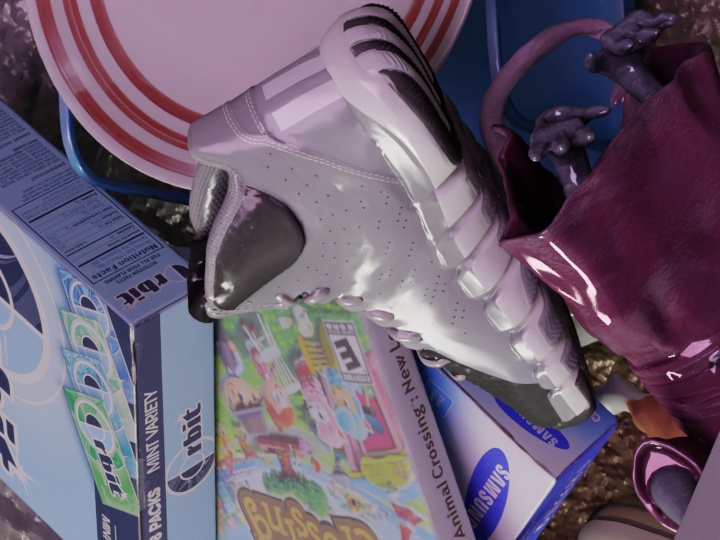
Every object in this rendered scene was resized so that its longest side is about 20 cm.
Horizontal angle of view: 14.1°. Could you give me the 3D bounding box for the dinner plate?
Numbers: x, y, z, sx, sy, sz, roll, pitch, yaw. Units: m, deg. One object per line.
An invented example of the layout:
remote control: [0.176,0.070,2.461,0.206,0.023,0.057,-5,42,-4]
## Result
dinner plate: [-0.038,-0.127,1.067,0.199,0.024,0.201,-3,84,27]

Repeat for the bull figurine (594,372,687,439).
bull figurine: [0.142,0.039,1.088,0.121,0.065,0.201,14,84,59]

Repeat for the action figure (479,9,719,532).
action figure: [0.110,0.024,0.990,0.201,0.134,0.149,59,164,-20]

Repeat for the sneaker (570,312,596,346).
sneaker: [0.035,0.008,1.173,0.199,0.085,0.073,-11,94,26]

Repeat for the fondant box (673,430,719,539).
fondant box: [0.216,0.065,0.904,0.199,0.058,0.145,22,96,-10]

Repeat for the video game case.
video game case: [-0.028,0.078,1.162,0.200,0.022,0.183,4,117,54]

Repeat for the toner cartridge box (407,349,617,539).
toner cartridge box: [0.024,0.088,1.167,0.095,0.043,0.200,43,145,11]

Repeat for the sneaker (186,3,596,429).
sneaker: [0.000,0.000,1.026,0.115,0.075,0.200,-26,129,9]

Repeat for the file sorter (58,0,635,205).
file sorter: [-0.007,-0.102,1.130,0.199,0.123,0.140,-7,83,27]

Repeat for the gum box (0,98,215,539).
gum box: [-0.137,0.021,1.213,0.200,0.044,0.170,40,144,34]

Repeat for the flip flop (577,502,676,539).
flip flop: [0.167,0.153,1.134,0.199,0.081,0.058,25,69,23]
